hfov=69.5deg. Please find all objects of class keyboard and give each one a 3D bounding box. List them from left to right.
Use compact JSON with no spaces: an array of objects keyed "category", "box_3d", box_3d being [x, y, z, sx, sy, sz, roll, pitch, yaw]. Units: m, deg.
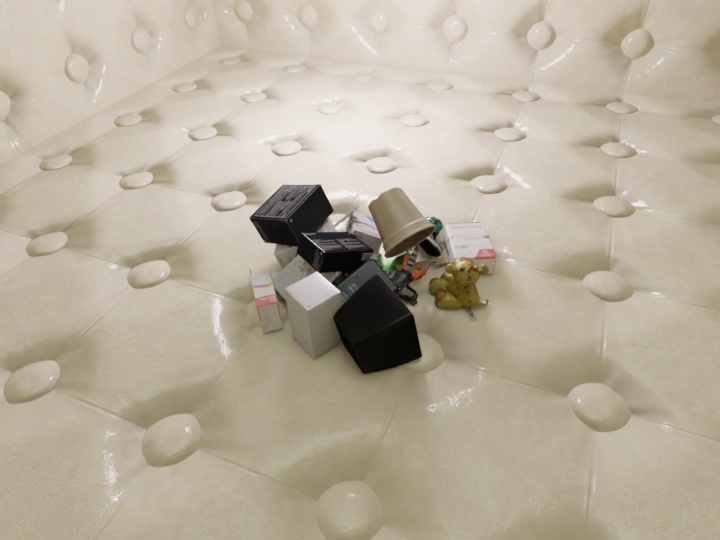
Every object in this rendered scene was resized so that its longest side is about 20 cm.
[{"category":"keyboard","box_3d":[-0.081,-0.170,1.893,0.200,0.011,0.056,-35,15,32]}]

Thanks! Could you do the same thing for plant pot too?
[{"category":"plant pot","box_3d":[0.039,0.168,1.467,0.177,0.201,0.200,-29,46,-13]},{"category":"plant pot","box_3d":[0.126,-0.172,1.754,0.199,0.201,0.184,-24,78,-24]}]

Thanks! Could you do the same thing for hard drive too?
[{"category":"hard drive","box_3d":[0.002,0.072,1.605,0.200,0.033,0.140,-39,76,-9]}]

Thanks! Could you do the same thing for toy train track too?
[{"category":"toy train track","box_3d":[0.211,-0.013,1.784,0.198,0.033,0.115,-9,51,-20]}]

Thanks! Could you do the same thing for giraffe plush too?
[{"category":"giraffe plush","box_3d":[0.316,0.031,1.625,0.171,0.163,0.200,-20,43,-21]}]

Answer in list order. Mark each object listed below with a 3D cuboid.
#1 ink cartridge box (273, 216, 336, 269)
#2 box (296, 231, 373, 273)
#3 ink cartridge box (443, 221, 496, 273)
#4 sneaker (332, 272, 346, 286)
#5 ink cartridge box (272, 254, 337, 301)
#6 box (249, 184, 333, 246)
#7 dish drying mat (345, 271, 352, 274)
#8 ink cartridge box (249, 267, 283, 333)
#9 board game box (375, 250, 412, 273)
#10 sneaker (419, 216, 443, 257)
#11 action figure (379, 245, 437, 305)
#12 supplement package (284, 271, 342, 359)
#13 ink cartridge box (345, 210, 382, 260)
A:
[{"category":"ink cartridge box","box_3d":[-0.189,-0.098,1.821,0.198,0.084,0.147,-16,37,15]},{"category":"box","box_3d":[-0.081,-0.061,1.662,0.199,0.079,0.141,-4,33,-39]},{"category":"ink cartridge box","box_3d":[0.377,-0.079,1.814,0.144,0.085,0.201,-3,42,0]},{"category":"sneaker","box_3d":[-0.048,0.039,1.702,0.199,0.076,0.116,8,43,16]},{"category":"ink cartridge box","box_3d":[-0.178,0.038,1.679,0.174,0.044,0.200,-46,51,-5]},{"category":"box","box_3d":[-0.235,-0.192,1.789,0.197,0.124,0.200,7,48,42]},{"category":"dish drying mat","box_3d":[0.000,0.000,1.715,0.077,0.018,0.200,-36,40,-17]},{"category":"ink cartridge box","box_3d":[-0.299,0.082,1.633,0.067,0.117,0.201,-13,42,-11]},{"category":"board game box","box_3d":[0.090,-0.019,1.803,0.095,0.030,0.200,28,52,29]},{"category":"sneaker","box_3d":[0.261,-0.131,1.888,0.120,0.084,0.200,-31,46,-16]},{"category":"action figure","box_3d":[0.122,0.007,1.677,0.199,0.105,0.194,32,79,24]},{"category":"supplement package","box_3d":[-0.130,0.131,1.503,0.119,0.201,0.121,-28,47,-27]},{"category":"ink cartridge box","box_3d":[0.014,-0.127,1.850,0.115,0.067,0.201,18,28,-15]}]
